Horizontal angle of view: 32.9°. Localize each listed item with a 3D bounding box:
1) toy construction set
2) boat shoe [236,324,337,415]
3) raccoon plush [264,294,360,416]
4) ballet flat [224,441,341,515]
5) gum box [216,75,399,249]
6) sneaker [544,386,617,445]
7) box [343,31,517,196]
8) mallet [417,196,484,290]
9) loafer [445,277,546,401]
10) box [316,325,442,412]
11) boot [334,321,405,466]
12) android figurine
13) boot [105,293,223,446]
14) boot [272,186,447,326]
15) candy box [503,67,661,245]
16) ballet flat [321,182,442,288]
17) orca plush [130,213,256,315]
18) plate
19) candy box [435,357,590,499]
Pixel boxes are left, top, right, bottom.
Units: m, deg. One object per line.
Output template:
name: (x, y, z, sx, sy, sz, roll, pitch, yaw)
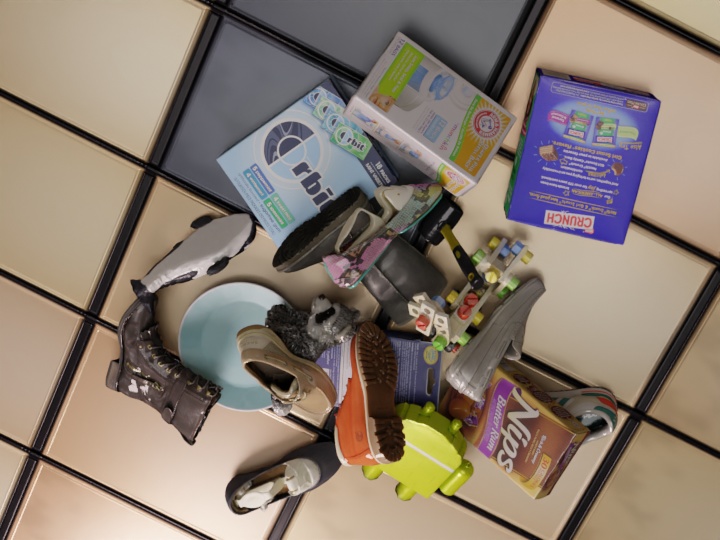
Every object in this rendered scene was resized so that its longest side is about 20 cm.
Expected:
toy construction set: (0.146, 0.041, 1.678, 0.092, 0.199, 0.131, 51, 149, 8)
boat shoe: (-0.100, 0.152, 1.674, 0.071, 0.066, 0.200, -26, 133, 20)
raccoon plush: (-0.064, 0.118, 1.750, 0.132, 0.098, 0.202, 1, 136, 5)
ballet flat: (-0.117, 0.320, 1.839, 0.198, 0.073, 0.074, -22, 103, 12)
gum box: (-0.074, -0.145, 1.710, 0.199, 0.045, 0.171, -33, 101, 15)
sneaker: (0.274, 0.220, 1.752, 0.197, 0.094, 0.071, -10, 105, 9)
box: (0.092, -0.205, 1.625, 0.199, 0.101, 0.113, 36, 79, -4)
mallet: (0.123, -0.024, 1.650, 0.041, 0.201, 0.066, 32, 115, -27)
loafer: (0.199, 0.095, 1.702, 0.070, 0.070, 0.200, 40, 75, 5)
box: (0.022, 0.146, 1.782, 0.197, 0.032, 0.123, 8, 107, 13)
boot: (-0.001, 0.178, 1.725, 0.107, 0.074, 0.203, -21, 66, 44)
android figurine: (0.079, 0.260, 1.773, 0.181, 0.041, 0.201, 31, 134, -1)
boot: (-0.276, 0.140, 1.790, 0.172, 0.069, 0.202, 27, 118, 12)
boot: (-0.001, 0.002, 1.716, 0.181, 0.073, 0.200, -33, 121, 15)
candy box: (0.296, -0.154, 1.649, 0.166, 0.077, 0.203, 13, 106, 1)
ballet flat: (0.026, -0.065, 1.629, 0.200, 0.069, 0.071, -45, 110, -12)
orca plush: (-0.227, -0.003, 1.753, 0.200, 0.105, 0.071, -44, 142, -9)
plate: (-0.172, 0.111, 1.807, 0.197, 0.026, 0.203, 2, 106, 7)
candy box: (0.214, 0.212, 1.726, 0.199, 0.056, 0.118, 39, 110, 28)
